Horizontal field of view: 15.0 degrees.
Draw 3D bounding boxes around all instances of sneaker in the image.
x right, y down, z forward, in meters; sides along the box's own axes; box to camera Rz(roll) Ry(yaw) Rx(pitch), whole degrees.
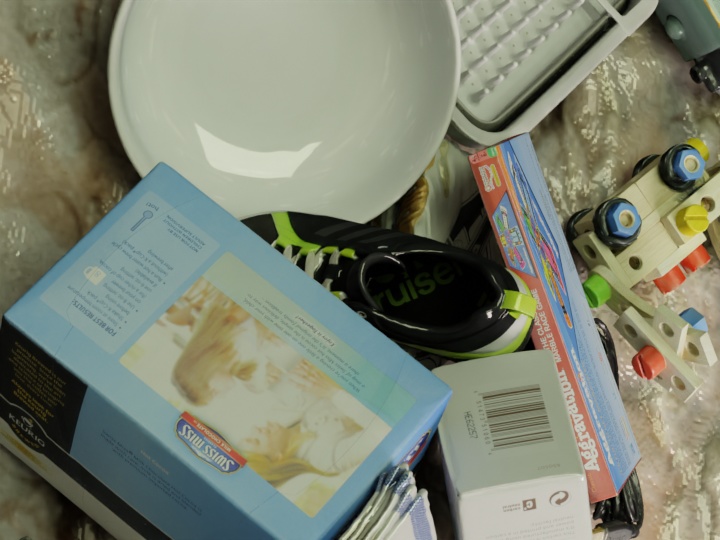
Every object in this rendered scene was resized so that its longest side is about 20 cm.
[{"bbox_3d":[0.047,0.022,1.560,0.087,0.076,0.201,23,69,-25],"label":"sneaker"},{"bbox_3d":[0.000,0.000,1.453,0.199,0.083,0.072,8,76,14],"label":"sneaker"}]

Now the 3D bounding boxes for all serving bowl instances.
[{"bbox_3d":[-0.047,-0.118,1.521,0.199,0.066,0.201,-3,105,-13],"label":"serving bowl"}]

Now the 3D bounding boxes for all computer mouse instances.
[{"bbox_3d":[0.103,0.096,1.558,0.200,0.046,0.141,8,68,-63],"label":"computer mouse"}]

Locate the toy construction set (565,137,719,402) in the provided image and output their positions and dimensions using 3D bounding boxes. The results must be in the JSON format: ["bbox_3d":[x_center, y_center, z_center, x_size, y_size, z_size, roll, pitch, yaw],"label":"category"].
[{"bbox_3d":[0.202,-0.005,1.652,0.200,0.092,0.131,-41,99,-42],"label":"toy construction set"}]

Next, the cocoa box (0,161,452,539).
[{"bbox_3d":[-0.076,0.072,1.406,0.200,0.131,0.133,38,59,11],"label":"cocoa box"}]

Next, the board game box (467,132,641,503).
[{"bbox_3d":[0.110,0.023,1.523,0.103,0.019,0.201,-28,99,-76],"label":"board game box"}]

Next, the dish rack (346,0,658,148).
[{"bbox_3d":[0.071,-0.174,1.629,0.172,0.044,0.200,49,55,-4],"label":"dish rack"}]

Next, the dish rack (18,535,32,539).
[{"bbox_3d":[-0.269,0.123,1.368,0.153,0.054,0.201,-36,96,-32],"label":"dish rack"}]

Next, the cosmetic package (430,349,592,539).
[{"bbox_3d":[0.086,0.149,1.468,0.074,0.201,0.102,-9,40,-1],"label":"cosmetic package"}]

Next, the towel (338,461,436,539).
[{"bbox_3d":[-0.026,0.200,1.357,0.024,0.147,0.200,31,70,22],"label":"towel"}]

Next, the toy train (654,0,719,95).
[{"bbox_3d":[0.215,-0.207,1.715,0.114,0.085,0.201,-33,97,-19],"label":"toy train"}]
